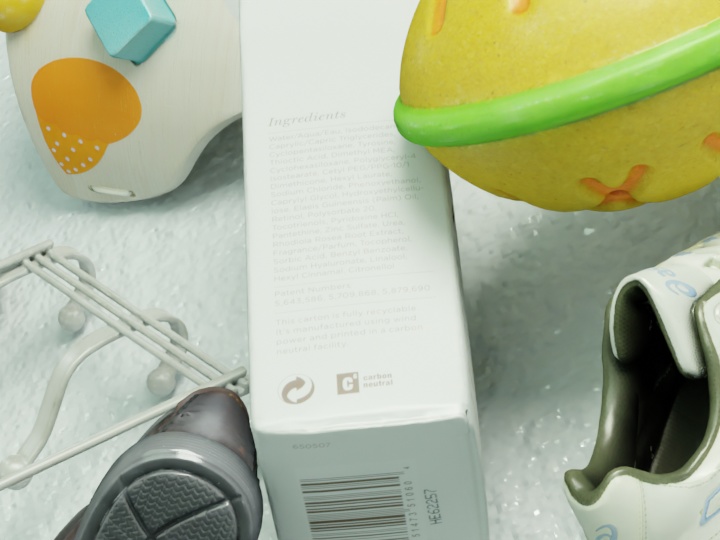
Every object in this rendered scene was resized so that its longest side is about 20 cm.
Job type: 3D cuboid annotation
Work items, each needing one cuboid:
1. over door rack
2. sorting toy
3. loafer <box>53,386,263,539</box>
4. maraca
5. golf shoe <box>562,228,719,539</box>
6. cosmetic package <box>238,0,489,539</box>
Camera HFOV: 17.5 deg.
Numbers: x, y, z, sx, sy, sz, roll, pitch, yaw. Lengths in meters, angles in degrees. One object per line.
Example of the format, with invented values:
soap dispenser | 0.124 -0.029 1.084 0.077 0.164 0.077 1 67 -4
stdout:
over door rack | -0.147 0.055 0.839 0.199 0.067 0.147 -13 28 -37
sorting toy | -0.039 -0.134 0.939 0.179 0.107 0.201 5 61 36
loafer | -0.086 0.123 0.776 0.200 0.072 0.063 -57 8 27
maraca | 0.103 -0.083 0.734 0.199 0.107 0.137 -20 18 5
golf shoe | 0.121 0.014 0.711 0.078 0.097 0.201 -9 50 44
cosmetic package | 0.000 0.000 0.798 0.074 0.102 0.201 -5 51 3
